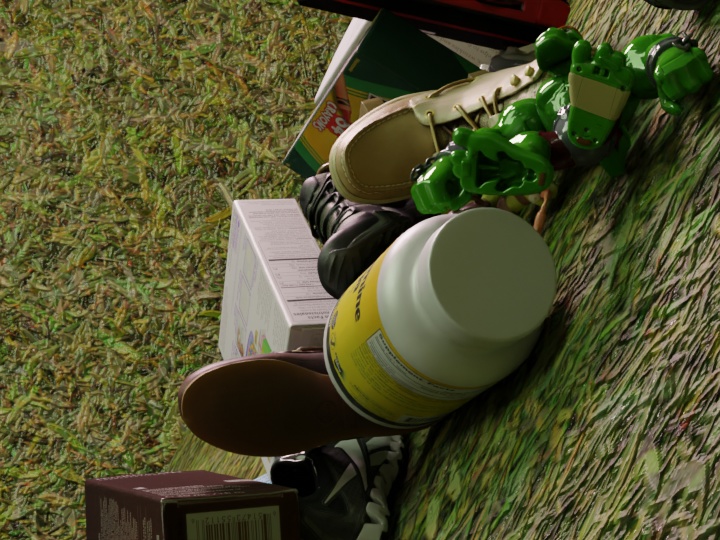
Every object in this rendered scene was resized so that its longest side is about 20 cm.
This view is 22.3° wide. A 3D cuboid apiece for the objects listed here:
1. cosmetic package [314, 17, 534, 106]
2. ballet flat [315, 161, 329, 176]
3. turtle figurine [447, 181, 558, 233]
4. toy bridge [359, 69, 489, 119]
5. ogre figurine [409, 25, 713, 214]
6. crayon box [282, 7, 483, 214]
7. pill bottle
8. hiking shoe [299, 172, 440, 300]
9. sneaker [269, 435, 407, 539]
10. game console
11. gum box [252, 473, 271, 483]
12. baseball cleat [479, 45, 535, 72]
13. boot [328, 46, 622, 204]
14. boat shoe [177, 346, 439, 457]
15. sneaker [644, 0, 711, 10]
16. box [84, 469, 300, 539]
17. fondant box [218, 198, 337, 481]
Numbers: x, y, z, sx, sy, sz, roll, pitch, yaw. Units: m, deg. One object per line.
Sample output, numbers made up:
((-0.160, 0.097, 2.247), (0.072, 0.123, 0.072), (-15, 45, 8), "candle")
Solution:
((0.083, -0.234, 1.816), (0.200, 0.164, 0.165), (-53, 10, 48), "cosmetic package")
((0.000, 0.000, 1.466), (0.072, 0.067, 0.201), (25, -130, -65), "ballet flat")
((0.084, -0.024, 1.378), (0.200, 0.064, 0.162), (-56, 8, 36), "turtle figurine")
((0.091, -0.121, 1.404), (0.027, 0.199, 0.067), (57, 154, 36), "toy bridge")
((0.131, -0.097, 1.143), (0.200, 0.098, 0.120), (-48, -3, 27), "ogre figurine")
((0.047, -0.106, 1.532), (0.058, 0.172, 0.200), (-61, 5, -30), "crayon box")
((0.052, 0.030, 1.194), (0.113, 0.112, 0.200), (-64, 8, -23), "pill bottle")
((-0.008, -0.028, 1.371), (0.200, 0.100, 0.076), (-38, -37, -66), "hiking shoe")
((-0.020, 0.150, 1.335), (0.067, 0.090, 0.200), (-57, 8, 23), "sneaker")
((0.056, -0.217, 1.480), (0.177, 0.199, 0.031), (-170, 91, -77), "game console")
((-0.092, 0.223, 1.430), (0.169, 0.045, 0.200), (-26, 13, 7), "gum box")
((0.128, -0.133, 1.571), (0.200, 0.069, 0.107), (167, 116, -84), "baseball cleat")
((0.087, -0.102, 1.283), (0.199, 0.073, 0.155), (-17, 3, -19), "boot")
((-0.036, 0.091, 1.302), (0.070, 0.199, 0.071), (-153, 66, -69), "boat shoe")
((0.232, -0.268, 1.225), (0.200, 0.076, 0.114), (-66, 13, 3), "sneaker")
((-0.121, 0.183, 1.284), (0.200, 0.100, 0.075), (171, 96, -66), "box")
((-0.062, 0.052, 1.475), (0.200, 0.058, 0.145), (-116, 30, -55), "fondant box")
